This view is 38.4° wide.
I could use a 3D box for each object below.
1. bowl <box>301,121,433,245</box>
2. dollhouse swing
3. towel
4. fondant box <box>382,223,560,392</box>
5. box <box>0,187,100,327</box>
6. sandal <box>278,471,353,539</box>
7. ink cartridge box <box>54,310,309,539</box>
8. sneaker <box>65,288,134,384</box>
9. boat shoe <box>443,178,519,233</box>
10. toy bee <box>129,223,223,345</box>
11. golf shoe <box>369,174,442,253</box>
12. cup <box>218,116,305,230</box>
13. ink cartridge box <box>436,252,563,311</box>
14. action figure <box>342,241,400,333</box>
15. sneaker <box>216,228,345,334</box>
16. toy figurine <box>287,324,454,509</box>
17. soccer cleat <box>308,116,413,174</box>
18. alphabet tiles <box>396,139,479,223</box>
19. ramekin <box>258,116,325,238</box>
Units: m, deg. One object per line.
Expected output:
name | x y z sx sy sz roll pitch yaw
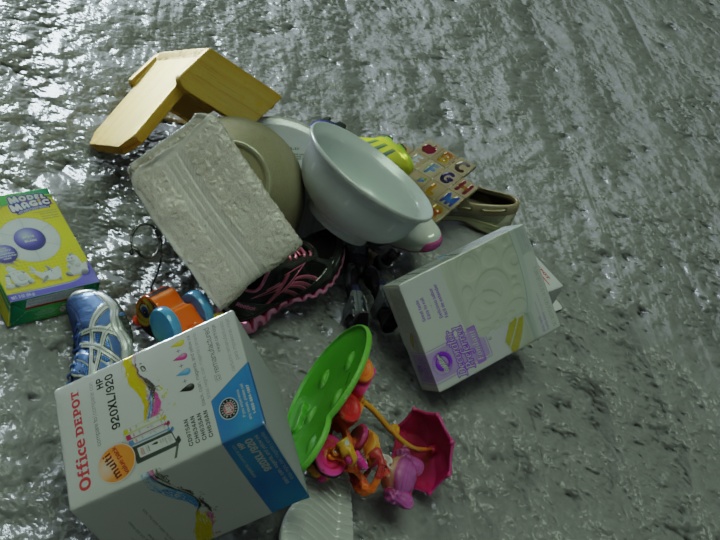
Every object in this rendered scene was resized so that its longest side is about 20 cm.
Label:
bowl | -0.007 -0.098 1.358 0.199 0.091 0.202 34 21 -14
dollhouse swing | -0.250 -0.209 1.459 0.180 0.179 0.199 29 -9 -33
towel | -0.172 -0.073 1.210 0.132 0.034 0.201 -37 93 -5
fondant box | 0.144 0.047 1.323 0.197 0.058 0.147 -25 97 -20
box | -0.410 -0.029 1.263 0.116 0.049 0.201 -14 51 -35
sandal | -0.048 0.271 1.106 0.082 0.050 0.203 31 27 -7
ink cartridge box | -0.176 0.170 1.019 0.197 0.146 0.149 -23 49 0
sneaker | -0.294 0.098 1.154 0.076 0.076 0.201 -7 48 -36
boat shoe | 0.146 -0.114 1.586 0.196 0.066 0.073 17 40 -5
toy bee | -0.221 0.059 1.228 0.129 0.108 0.204 -2 71 -37
golf shoe | 0.039 -0.100 1.462 0.075 0.093 0.199 -29 50 -32
cup | -0.163 -0.103 1.301 0.196 0.204 0.143 17 -4 -6
ink cartridge box | 0.202 0.019 1.468 0.197 0.067 0.116 -17 54 -36
action figure | 0.000 0.000 1.400 0.127 0.070 0.202 -2 43 -18
sneaker | -0.099 -0.004 1.301 0.199 0.097 0.079 -35 53 -26
toy figurine | 0.023 0.193 1.149 0.183 0.150 0.202 37 43 -16
soccer cleat | -0.010 -0.171 1.559 0.198 0.065 0.084 23 54 30
alphabet tiles | 0.074 -0.126 1.553 0.165 0.006 0.199 33 58 32
ramekin | -0.115 -0.133 1.467 0.198 0.095 0.205 12 42 -11
